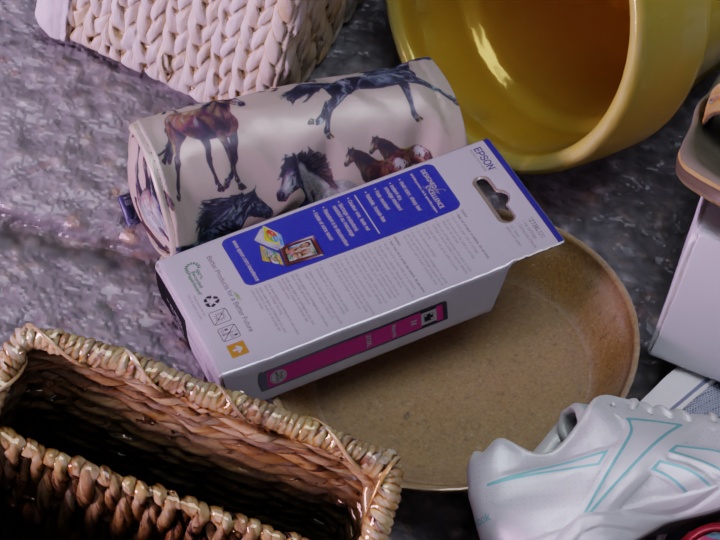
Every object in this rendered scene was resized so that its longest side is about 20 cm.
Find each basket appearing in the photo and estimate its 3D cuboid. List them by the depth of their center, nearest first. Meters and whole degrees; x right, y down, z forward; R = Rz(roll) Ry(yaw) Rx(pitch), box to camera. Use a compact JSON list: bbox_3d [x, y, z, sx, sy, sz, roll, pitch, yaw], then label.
[{"bbox_3d":[-0.100,0.139,1.093,0.199,0.149,0.143,22,58,-4],"label":"basket"},{"bbox_3d":[-0.066,-0.225,1.345,0.160,0.200,0.199,27,55,7],"label":"basket"}]

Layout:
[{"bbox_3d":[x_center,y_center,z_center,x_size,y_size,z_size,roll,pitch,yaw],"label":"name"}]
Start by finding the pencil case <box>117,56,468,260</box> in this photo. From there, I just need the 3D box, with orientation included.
[{"bbox_3d":[-0.032,-0.059,1.307,0.199,0.090,0.078,-14,30,-20],"label":"pencil case"}]

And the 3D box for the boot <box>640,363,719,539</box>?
[{"bbox_3d":[0.150,0.129,1.206,0.090,0.073,0.200,35,55,22],"label":"boot"}]

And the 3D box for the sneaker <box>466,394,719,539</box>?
[{"bbox_3d":[0.142,0.092,1.150,0.199,0.070,0.081,-16,73,-24],"label":"sneaker"}]

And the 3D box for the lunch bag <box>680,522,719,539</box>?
[{"bbox_3d":[0.222,0.210,1.139,0.199,0.082,0.177,21,63,-4],"label":"lunch bag"}]

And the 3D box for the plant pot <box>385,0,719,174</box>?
[{"bbox_3d":[0.145,-0.173,1.362,0.188,0.201,0.201,-18,58,-41],"label":"plant pot"}]

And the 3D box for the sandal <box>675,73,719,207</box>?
[{"bbox_3d":[0.216,-0.077,1.263,0.080,0.054,0.200,20,30,3],"label":"sandal"}]

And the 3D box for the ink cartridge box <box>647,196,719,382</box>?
[{"bbox_3d":[0.268,0.017,1.277,0.199,0.084,0.146,22,30,6],"label":"ink cartridge box"}]

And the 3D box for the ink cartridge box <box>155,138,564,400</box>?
[{"bbox_3d":[0.000,0.000,1.250,0.199,0.037,0.095,-22,47,-12],"label":"ink cartridge box"}]

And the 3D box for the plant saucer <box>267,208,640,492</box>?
[{"bbox_3d":[0.048,0.048,1.249,0.199,0.036,0.201,-3,46,3],"label":"plant saucer"}]
